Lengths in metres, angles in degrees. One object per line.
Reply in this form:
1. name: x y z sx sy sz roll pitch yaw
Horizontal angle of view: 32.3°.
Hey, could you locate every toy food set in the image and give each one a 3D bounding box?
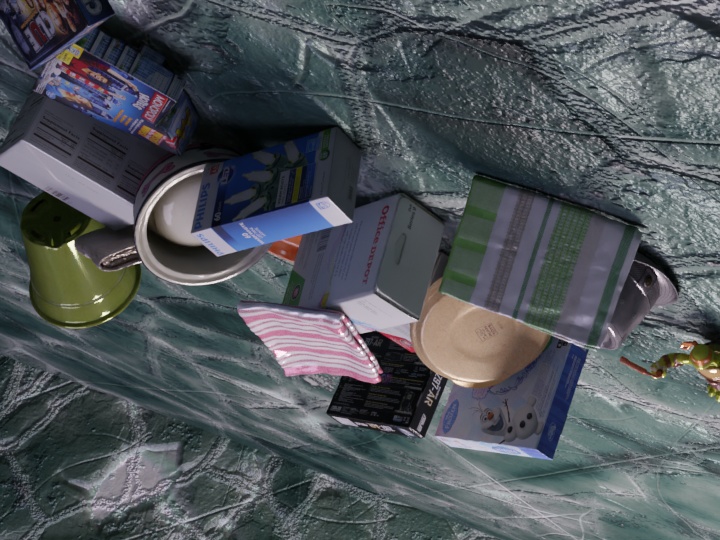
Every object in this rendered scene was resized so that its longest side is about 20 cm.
1. toy food set: 0.163 0.067 1.633 0.200 0.049 0.198 37 114 -26

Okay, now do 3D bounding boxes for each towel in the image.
1. towel: -0.305 -0.051 1.800 0.132 0.199 0.035 26 131 58
2. towel: -0.063 0.097 1.630 0.146 0.030 0.200 4 154 21
3. towel: 0.202 -0.011 1.412 0.199 0.150 0.031 21 -168 13

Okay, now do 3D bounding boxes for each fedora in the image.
1. fedora: 0.281 0.034 1.490 0.176 0.091 0.200 10 158 34

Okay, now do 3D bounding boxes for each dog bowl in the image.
1. dog bowl: -0.206 -0.079 1.629 0.200 0.200 0.074 42 -168 -44

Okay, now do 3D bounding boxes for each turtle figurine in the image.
1. turtle figurine: 0.446 0.124 1.584 0.199 0.065 0.161 -3 157 36

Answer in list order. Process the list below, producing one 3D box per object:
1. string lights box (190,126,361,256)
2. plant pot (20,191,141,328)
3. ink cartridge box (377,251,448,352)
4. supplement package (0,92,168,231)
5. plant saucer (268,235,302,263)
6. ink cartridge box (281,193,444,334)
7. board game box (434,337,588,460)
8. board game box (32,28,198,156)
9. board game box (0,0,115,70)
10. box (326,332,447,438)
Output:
1. string lights box: -0.101 -0.092 1.486 0.199 0.103 0.059 -13 144 29
2. plant pot: -0.490 -0.034 2.104 0.199 0.200 0.190 17 150 17
3. ink cartridge box: 0.094 0.049 1.764 0.146 0.083 0.200 33 159 -27
4. supplement package: -0.372 -0.158 1.704 0.200 0.111 0.156 32 159 -24
5. plant saucer: -0.102 -0.061 1.777 0.200 0.032 0.200 20 160 7
6. ink cartridge box: 0.000 0.000 1.598 0.087 0.146 0.200 31 151 -29
7. board game box: 0.214 0.155 1.727 0.043 0.201 0.199 34 159 -33
8. board game box: -0.278 -0.222 1.499 0.199 0.062 0.200 28 161 -17
9. board game box: -0.337 -0.297 1.303 0.200 0.035 0.136 -10 111 58
10. box: 0.050 0.188 2.076 0.200 0.161 0.044 2 151 45
